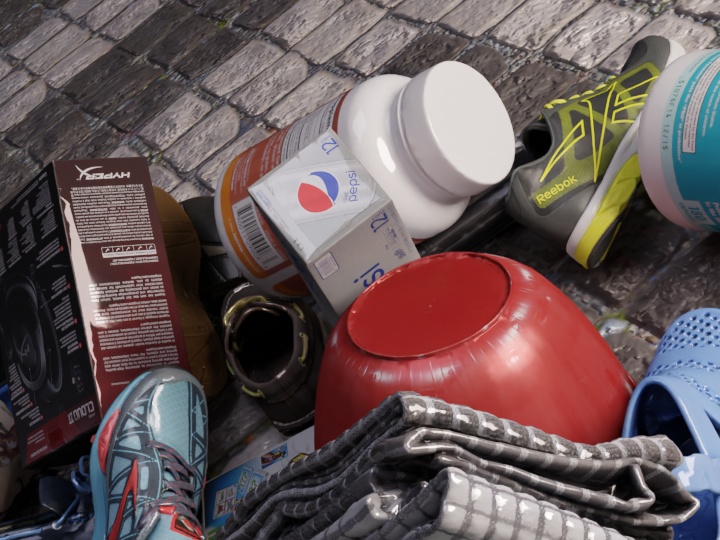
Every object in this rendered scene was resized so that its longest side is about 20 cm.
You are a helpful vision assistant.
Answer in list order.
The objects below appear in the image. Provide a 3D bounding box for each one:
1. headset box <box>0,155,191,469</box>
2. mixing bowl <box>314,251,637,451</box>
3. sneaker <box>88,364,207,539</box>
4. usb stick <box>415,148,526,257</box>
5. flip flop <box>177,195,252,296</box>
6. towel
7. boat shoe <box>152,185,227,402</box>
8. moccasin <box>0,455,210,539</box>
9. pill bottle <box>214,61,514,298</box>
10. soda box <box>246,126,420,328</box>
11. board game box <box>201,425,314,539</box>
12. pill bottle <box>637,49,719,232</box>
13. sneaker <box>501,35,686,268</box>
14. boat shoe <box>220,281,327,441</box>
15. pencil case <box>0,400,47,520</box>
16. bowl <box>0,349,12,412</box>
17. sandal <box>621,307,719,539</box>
[{"bbox_3d":[-0.189,0.041,1.152,0.077,0.201,0.149,-6,-14,-34],"label":"headset box"},{"bbox_3d":[0.054,0.060,0.937,0.199,0.109,0.201,-14,32,9],"label":"mixing bowl"},{"bbox_3d":[-0.114,0.153,0.995,0.095,0.079,0.201,-12,64,51],"label":"sneaker"},{"bbox_3d":[0.080,-0.038,1.172,0.200,0.033,0.055,-36,22,-2],"label":"usb stick"},{"bbox_3d":[-0.073,-0.019,1.273,0.199,0.058,0.082,-9,66,20],"label":"flip flop"},{"bbox_3d":[0.040,0.130,0.762,0.200,0.165,0.086,-42,37,45],"label":"towel"},{"bbox_3d":[-0.152,0.026,1.225,0.072,0.072,0.201,-56,45,42],"label":"boat shoe"},{"bbox_3d":[-0.191,0.162,1.064,0.199,0.069,0.080,-23,-2,-16],"label":"moccasin"},{"bbox_3d":[0.003,-0.062,1.121,0.199,0.112,0.112,-25,28,41],"label":"pill bottle"},{"bbox_3d":[0.000,0.000,1.022,0.063,0.200,0.068,-37,60,-4],"label":"soda box"},{"bbox_3d":[-0.031,0.168,0.977,0.126,0.035,0.200,-28,30,10],"label":"board game box"},{"bbox_3d":[0.264,-0.072,0.953,0.199,0.111,0.111,8,50,51],"label":"pill bottle"},{"bbox_3d":[0.156,-0.095,1.101,0.075,0.084,0.200,109,-173,-51],"label":"sneaker"},{"bbox_3d":[-0.062,0.050,1.157,0.072,0.060,0.200,-35,29,1],"label":"boat shoe"},{"bbox_3d":[-0.302,0.188,1.182,0.077,0.090,0.200,17,52,20],"label":"pencil case"},{"bbox_3d":[-0.242,0.029,1.329,0.200,0.039,0.201,-42,27,28],"label":"bowl"},{"bbox_3d":[0.167,0.083,0.851,0.079,0.087,0.201,-19,31,28],"label":"sandal"}]
